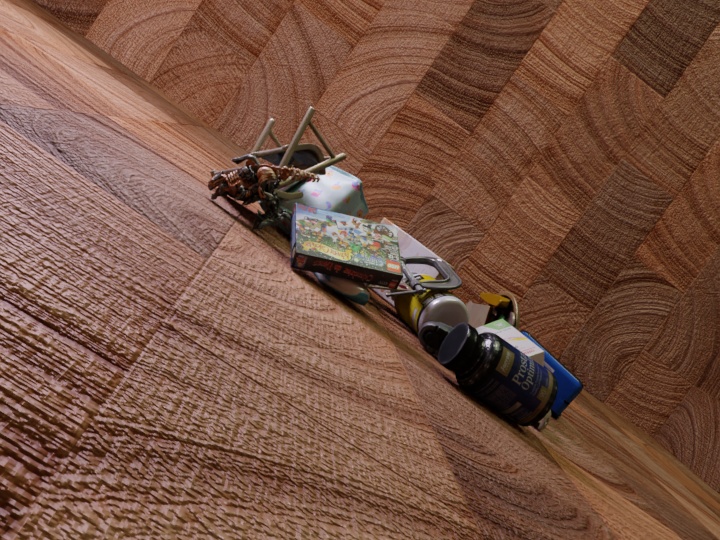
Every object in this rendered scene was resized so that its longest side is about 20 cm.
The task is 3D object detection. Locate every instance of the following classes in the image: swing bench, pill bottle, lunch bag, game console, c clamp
[{"bbox_3d":[-0.174,-0.218,1.632,0.130,0.200,0.198,53,-24,-24],"label":"swing bench"},{"bbox_3d":[0.139,0.075,1.663,0.112,0.113,0.200,32,6,-30],"label":"pill bottle"},{"bbox_3d":[0.238,0.179,1.378,0.199,0.112,0.112,34,5,-15],"label":"pill bottle"},{"bbox_3d":[-0.110,-0.156,1.744,0.199,0.170,0.122,34,-25,32],"label":"lunch bag"},{"bbox_3d":[0.444,0.254,1.929,0.200,0.171,0.118,44,34,19],"label":"game console"},{"bbox_3d":[0.123,0.006,1.643,0.169,0.027,0.200,0,22,-7],"label":"c clamp"}]

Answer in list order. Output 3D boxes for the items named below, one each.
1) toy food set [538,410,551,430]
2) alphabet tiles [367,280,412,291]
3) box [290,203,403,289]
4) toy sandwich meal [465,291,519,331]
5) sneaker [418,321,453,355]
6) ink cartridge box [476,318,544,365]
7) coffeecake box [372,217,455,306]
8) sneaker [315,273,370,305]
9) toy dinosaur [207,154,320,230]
[{"bbox_3d":[0.303,0.242,1.593,0.200,0.060,0.143,46,8,19],"label":"toy food set"},{"bbox_3d":[0.000,0.000,1.671,0.166,0.008,0.200,6,18,-25],"label":"alphabet tiles"},{"bbox_3d":[-0.026,-0.044,1.410,0.198,0.038,0.137,12,40,-16],"label":"box"},{"bbox_3d":[0.317,0.135,1.950,0.070,0.207,0.205,18,11,-19],"label":"toy sandwich meal"},{"bbox_3d":[0.207,0.157,1.510,0.199,0.076,0.079,37,17,12],"label":"sneaker"},{"bbox_3d":[0.331,0.195,1.758,0.116,0.068,0.200,-17,32,-21],"label":"ink cartridge box"},{"bbox_3d":[0.095,-0.003,1.844,0.200,0.154,0.073,38,6,27],"label":"coffeecake box"},{"bbox_3d":[-0.033,-0.004,1.448,0.076,0.081,0.200,33,7,-37],"label":"sneaker"},{"bbox_3d":[-0.180,-0.151,1.467,0.198,0.137,0.102,-6,10,18],"label":"toy dinosaur"}]
